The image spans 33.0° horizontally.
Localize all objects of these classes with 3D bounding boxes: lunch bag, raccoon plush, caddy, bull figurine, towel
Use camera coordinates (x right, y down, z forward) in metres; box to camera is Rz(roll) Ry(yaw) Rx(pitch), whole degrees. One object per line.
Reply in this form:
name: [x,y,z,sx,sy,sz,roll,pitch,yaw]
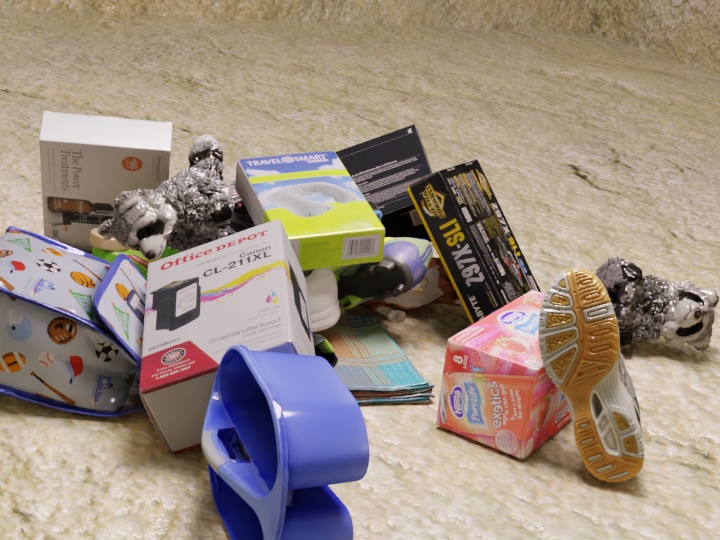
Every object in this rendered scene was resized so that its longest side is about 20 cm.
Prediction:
lunch bag: [-0.277,0.052,1.168,0.198,0.125,0.170,22,18,-8]
raccoon plush: [-0.222,-0.083,1.348,0.132,0.098,0.201,13,30,-24]
caddy: [-0.073,0.144,0.953,0.104,0.143,0.200,4,19,-23]
bull figurine: [0.078,0.015,1.456,0.198,0.066,0.121,-10,18,-28]
towel: [-0.021,0.089,1.293,0.145,0.022,0.200,1,21,-20]
raccoon plush: [0.340,0.032,1.467,0.132,0.098,0.200,9,16,-19]

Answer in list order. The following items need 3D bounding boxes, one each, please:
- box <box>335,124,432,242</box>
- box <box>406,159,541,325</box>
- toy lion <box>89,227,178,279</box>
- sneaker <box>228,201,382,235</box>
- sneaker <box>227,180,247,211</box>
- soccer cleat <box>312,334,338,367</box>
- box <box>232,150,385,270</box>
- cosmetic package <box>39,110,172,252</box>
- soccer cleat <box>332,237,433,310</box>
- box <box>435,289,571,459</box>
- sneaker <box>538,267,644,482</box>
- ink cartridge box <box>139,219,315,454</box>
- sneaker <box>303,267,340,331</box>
box: [-0.001,-0.082,1.509,0.197,0.079,0.142,-19,47,5]
box: [0.138,-0.024,1.397,0.049,0.202,0.159,-26,0,22]
toy lion: [-0.194,0.007,1.410,0.190,0.070,0.199,-3,21,-46]
sneaker: [-0.073,-0.060,1.408,0.197,0.084,0.071,-7,-21,3]
sneaker: [-0.161,-0.079,1.598,0.197,0.082,0.075,-16,25,4]
soccer cleat: [-0.068,0.084,1.184,0.081,0.068,0.200,-35,34,2]
box: [-0.061,-0.073,1.335,0.120,0.048,0.201,-7,35,-19]
cosmetic package: [-0.305,-0.099,1.455,0.148,0.201,0.052,2,53,-11]
soccer cleat: [0.001,0.001,1.381,0.199,0.065,0.084,-7,26,45]
box: [0.168,0.098,1.226,0.102,0.096,0.199,18,22,29]
sneaker: [0.215,0.093,1.137,0.075,0.203,0.088,-11,7,16]
ink cartridge box: [-0.123,0.056,1.124,0.144,0.083,0.201,-19,35,5]
sneaker: [-0.122,0.028,1.294,0.197,0.090,0.075,-12,24,-13]
